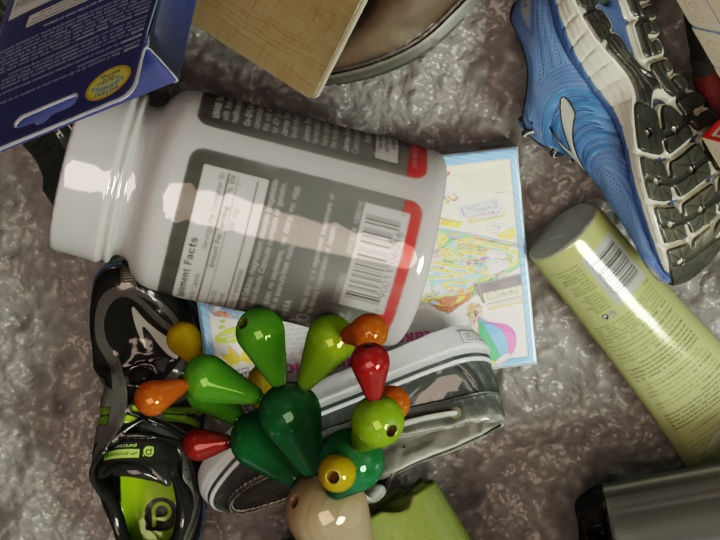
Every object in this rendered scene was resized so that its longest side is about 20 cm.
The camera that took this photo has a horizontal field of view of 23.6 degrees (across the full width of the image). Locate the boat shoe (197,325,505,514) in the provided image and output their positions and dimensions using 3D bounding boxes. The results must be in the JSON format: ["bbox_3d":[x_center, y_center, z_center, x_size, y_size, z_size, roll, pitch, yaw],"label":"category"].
[{"bbox_3d":[-0.008,0.103,1.004,0.200,0.072,0.071,-30,60,20],"label":"boat shoe"}]

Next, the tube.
[{"bbox_3d":[0.180,0.047,1.042,0.200,0.052,0.058,48,144,-17],"label":"tube"}]

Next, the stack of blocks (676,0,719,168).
[{"bbox_3d":[0.249,-0.096,0.945,0.115,0.059,0.200,-44,121,-11],"label":"stack of blocks"}]

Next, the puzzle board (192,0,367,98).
[{"bbox_3d":[-0.066,-0.209,0.967,0.200,0.017,0.151,34,107,23],"label":"puzzle board"}]

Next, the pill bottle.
[{"bbox_3d":[-0.062,-0.034,0.948,0.200,0.114,0.114,14,103,-5],"label":"pill bottle"}]

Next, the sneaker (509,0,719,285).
[{"bbox_3d":[0.146,-0.085,0.994,0.079,0.089,0.200,-19,85,-36],"label":"sneaker"}]

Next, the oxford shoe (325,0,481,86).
[{"bbox_3d":[0.035,-0.178,0.967,0.200,0.073,0.084,-34,124,19],"label":"oxford shoe"}]

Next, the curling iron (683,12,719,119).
[{"bbox_3d":[0.207,-0.113,0.979,0.026,0.050,0.200,-30,119,-20],"label":"curling iron"}]

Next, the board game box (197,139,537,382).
[{"bbox_3d":[0.000,0.000,1.035,0.200,0.034,0.135,-6,102,-1],"label":"board game box"}]

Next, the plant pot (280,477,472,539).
[{"bbox_3d":[0.025,0.234,1.032,0.200,0.200,0.190,-24,87,7],"label":"plant pot"}]

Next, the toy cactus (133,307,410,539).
[{"bbox_3d":[-0.034,0.101,0.923,0.200,0.102,0.165,-6,110,46],"label":"toy cactus"}]

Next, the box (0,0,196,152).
[{"bbox_3d":[-0.142,-0.136,0.919,0.121,0.200,0.032,-18,133,27],"label":"box"}]

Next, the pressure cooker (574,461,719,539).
[{"bbox_3d":[0.235,0.196,1.000,0.200,0.179,0.176,-12,110,6],"label":"pressure cooker"}]

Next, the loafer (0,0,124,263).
[{"bbox_3d":[-0.176,-0.102,1.023,0.072,0.063,0.200,-18,103,48],"label":"loafer"}]

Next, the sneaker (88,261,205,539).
[{"bbox_3d":[-0.127,0.093,1.043,0.071,0.083,0.200,-3,99,1],"label":"sneaker"}]
